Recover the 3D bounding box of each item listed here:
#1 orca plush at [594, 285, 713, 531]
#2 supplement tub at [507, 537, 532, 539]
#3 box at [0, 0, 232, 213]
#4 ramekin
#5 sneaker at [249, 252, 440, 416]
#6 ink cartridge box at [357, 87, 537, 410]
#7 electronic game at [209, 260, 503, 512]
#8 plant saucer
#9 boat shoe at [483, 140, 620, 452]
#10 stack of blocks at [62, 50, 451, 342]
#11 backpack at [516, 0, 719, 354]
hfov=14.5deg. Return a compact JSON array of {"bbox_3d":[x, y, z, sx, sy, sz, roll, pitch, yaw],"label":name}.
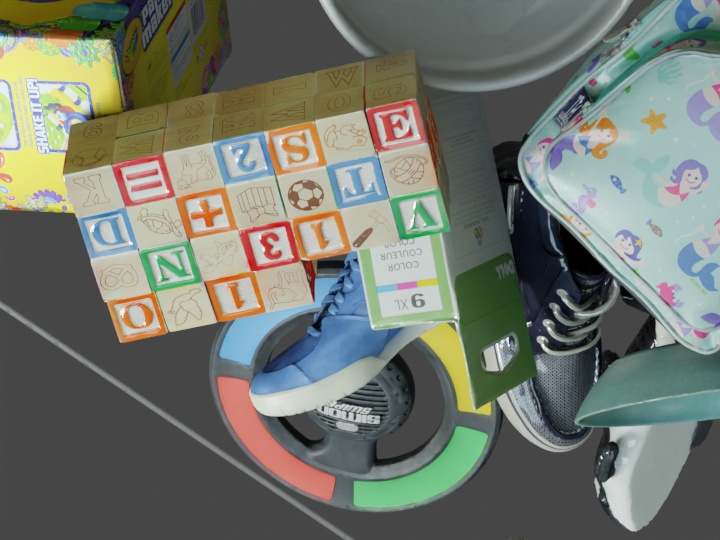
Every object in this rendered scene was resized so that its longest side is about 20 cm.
[{"bbox_3d":[0.168,0.074,1.810,0.071,0.105,0.200,38,153,34],"label":"orca plush"},{"bbox_3d":[0.178,0.261,1.899,0.200,0.132,0.132,12,126,8],"label":"supplement tub"},{"bbox_3d":[-0.200,-0.136,1.692,0.193,0.200,0.122,2,124,14],"label":"box"},{"bbox_3d":[0.059,-0.210,1.591,0.200,0.105,0.200,-5,118,-10],"label":"ramekin"},{"bbox_3d":[0.000,0.000,1.767,0.200,0.077,0.111,-31,109,-6],"label":"sneaker"},{"bbox_3d":[0.043,-0.022,1.669,0.059,0.104,0.200,-9,95,24],"label":"ink cartridge box"},{"bbox_3d":[-0.003,0.079,1.881,0.200,0.042,0.200,7,125,11],"label":"electronic game"},{"bbox_3d":[0.224,0.062,1.685,0.200,0.200,0.036,-11,81,22],"label":"plant saucer"},{"bbox_3d":[0.121,0.023,1.730,0.093,0.075,0.200,18,126,62],"label":"boat shoe"},{"bbox_3d":[-0.053,-0.040,1.579,0.200,0.059,0.115,-12,122,7],"label":"stack of blocks"},{"bbox_3d":[0.204,-0.074,1.576,0.200,0.151,0.178,-44,93,13],"label":"backpack"}]
